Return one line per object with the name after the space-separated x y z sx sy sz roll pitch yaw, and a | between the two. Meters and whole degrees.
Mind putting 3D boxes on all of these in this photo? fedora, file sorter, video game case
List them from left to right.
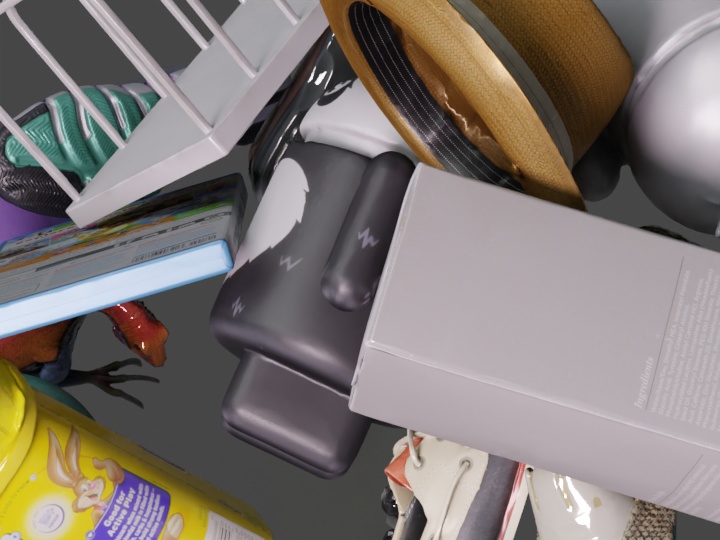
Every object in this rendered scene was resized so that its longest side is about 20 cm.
-0.130 -0.008 1.129 0.142 0.018 0.200 -17 12 2 | video game case
-0.100 -0.148 1.168 0.138 0.125 0.200 -21 26 47 | file sorter
0.059 -0.091 0.938 0.082 0.201 0.200 -39 37 -8 | fedora

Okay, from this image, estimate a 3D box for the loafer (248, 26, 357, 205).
-0.002 -0.123 1.231 0.201 0.072 0.063 -53 31 10 | loafer

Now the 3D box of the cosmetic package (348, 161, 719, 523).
0.100 0.036 0.883 0.107 0.198 0.091 110 180 -72 | cosmetic package

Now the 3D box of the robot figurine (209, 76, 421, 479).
-0.002 0.000 1.094 0.150 0.124 0.201 13 75 51 | robot figurine

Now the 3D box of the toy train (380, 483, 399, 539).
0.041 0.103 1.048 0.046 0.034 0.201 31 89 41 | toy train

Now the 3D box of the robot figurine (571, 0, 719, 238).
0.161 -0.095 0.989 0.169 0.113 0.201 -33 43 14 | robot figurine

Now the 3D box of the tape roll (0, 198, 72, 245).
-0.266 -0.001 1.348 0.199 0.066 0.200 -32 5 3 | tape roll

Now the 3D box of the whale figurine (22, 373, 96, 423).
-0.203 0.154 1.182 0.104 0.158 0.202 149 132 -77 | whale figurine

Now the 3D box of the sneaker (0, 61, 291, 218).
-0.138 -0.079 1.288 0.087 0.199 0.075 4 109 59 | sneaker

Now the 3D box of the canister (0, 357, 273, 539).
-0.157 0.144 1.103 0.149 0.199 0.087 -53 37 4 | canister

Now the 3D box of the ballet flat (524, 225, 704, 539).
0.110 0.072 0.960 0.067 0.075 0.202 -3 63 46 | ballet flat

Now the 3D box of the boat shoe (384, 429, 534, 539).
0.039 0.105 0.988 0.071 0.062 0.202 163 120 -84 | boat shoe

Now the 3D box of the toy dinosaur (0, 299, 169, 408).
-0.183 0.052 1.247 0.199 0.106 0.181 -30 -1 -20 | toy dinosaur
